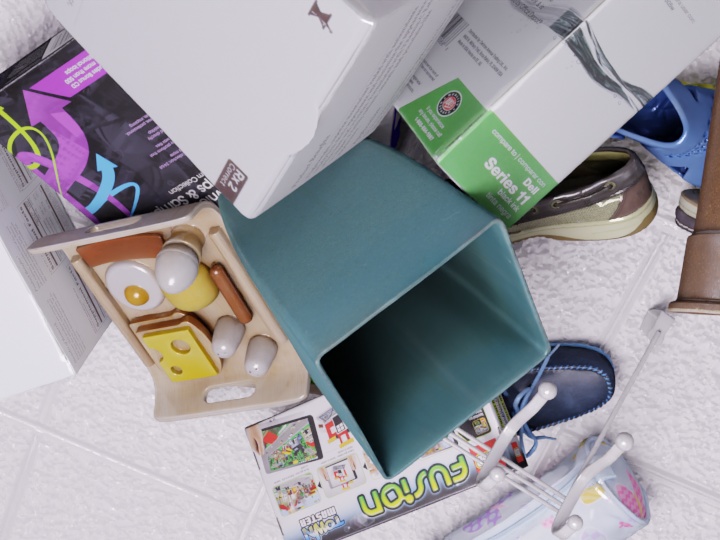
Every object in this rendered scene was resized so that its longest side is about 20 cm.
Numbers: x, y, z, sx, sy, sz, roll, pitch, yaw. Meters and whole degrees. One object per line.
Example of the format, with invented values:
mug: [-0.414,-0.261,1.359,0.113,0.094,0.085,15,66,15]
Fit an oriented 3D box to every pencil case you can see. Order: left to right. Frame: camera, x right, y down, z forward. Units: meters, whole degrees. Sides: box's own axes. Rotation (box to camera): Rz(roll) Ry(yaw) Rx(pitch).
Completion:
pencil case: [0.137,0.216,1.121,0.200,0.083,0.091,-37,126,21]

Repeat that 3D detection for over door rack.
over door rack: [0.134,0.069,0.996,0.147,0.201,0.067,33,156,-7]

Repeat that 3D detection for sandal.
sandal: [0.219,-0.102,0.960,0.199,0.087,0.080,24,114,-5]

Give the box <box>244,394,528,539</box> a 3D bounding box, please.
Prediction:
box: [0.016,0.135,1.059,0.199,0.035,0.111,-24,79,20]

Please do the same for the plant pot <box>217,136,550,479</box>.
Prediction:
plant pot: [0.000,0.000,0.922,0.141,0.200,0.142,-36,137,-8]

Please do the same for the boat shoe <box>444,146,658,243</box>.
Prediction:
boat shoe: [0.110,-0.059,0.992,0.199,0.073,0.065,-6,133,18]

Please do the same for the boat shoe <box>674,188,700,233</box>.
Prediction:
boat shoe: [0.313,0.004,1.003,0.199,0.072,0.065,23,112,-9]

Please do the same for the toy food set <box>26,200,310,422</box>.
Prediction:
toy food set: [-0.142,0.038,1.051,0.143,0.061,0.201,-11,129,23]

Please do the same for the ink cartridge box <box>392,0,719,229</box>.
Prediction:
ink cartridge box: [0.120,-0.146,0.893,0.200,0.147,0.083,-42,123,10]

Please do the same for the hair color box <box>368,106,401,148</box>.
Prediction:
hair color box: [-0.066,-0.154,0.994,0.199,0.065,0.110,10,117,6]

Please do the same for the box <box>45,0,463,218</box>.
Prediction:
box: [-0.059,-0.177,0.818,0.200,0.131,0.199,46,142,6]

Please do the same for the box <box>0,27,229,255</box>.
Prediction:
box: [-0.165,-0.086,0.999,0.143,0.036,0.200,-25,127,35]

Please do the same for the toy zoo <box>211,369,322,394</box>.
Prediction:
toy zoo: [-0.055,0.004,1.088,0.130,0.020,0.201,5,115,7]

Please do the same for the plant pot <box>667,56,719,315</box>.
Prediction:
plant pot: [0.301,-0.065,0.863,0.199,0.200,0.200,5,89,7]

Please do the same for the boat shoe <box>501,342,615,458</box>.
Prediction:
boat shoe: [0.105,0.116,1.088,0.199,0.069,0.084,-19,111,17]

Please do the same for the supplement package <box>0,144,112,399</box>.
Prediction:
supplement package: [-0.313,-0.005,1.075,0.155,0.111,0.201,-18,110,16]
